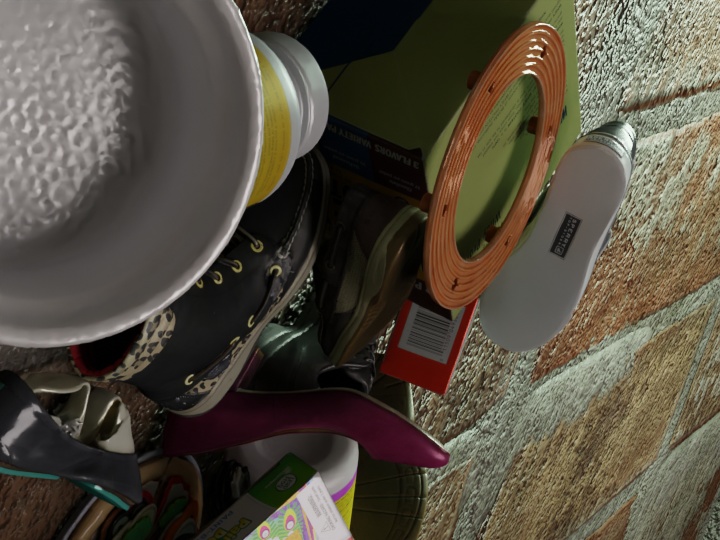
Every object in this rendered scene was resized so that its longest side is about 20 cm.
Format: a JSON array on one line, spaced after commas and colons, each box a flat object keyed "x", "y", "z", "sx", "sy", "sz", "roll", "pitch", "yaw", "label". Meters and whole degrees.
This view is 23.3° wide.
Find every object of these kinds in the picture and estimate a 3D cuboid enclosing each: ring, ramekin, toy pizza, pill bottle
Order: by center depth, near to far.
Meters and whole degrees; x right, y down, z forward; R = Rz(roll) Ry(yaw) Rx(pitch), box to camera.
[{"x": -0.153, "y": -0.074, "z": 0.813, "sx": 0.198, "sy": 0.098, "sz": 0.203, "roll": -5, "pitch": 104, "yaw": -22, "label": "ramekin"}, {"x": -0.104, "y": -0.079, "z": 0.996, "sx": 0.199, "sy": 0.111, "sz": 0.113, "roll": -28, "pitch": 138, "yaw": -53, "label": "pill bottle"}, {"x": 0.087, "y": -0.071, "z": 1.172, "sx": 0.201, "sy": 0.019, "sz": 0.202, "roll": -50, "pitch": 152, "yaw": -38, "label": "ring"}, {"x": -0.170, "y": 0.223, "z": 1.259, "sx": 0.200, "sy": 0.031, "sz": 0.202, "roll": -46, "pitch": 150, "yaw": -36, "label": "toy pizza"}, {"x": -0.060, "y": 0.207, "z": 1.382, "sx": 0.104, "sy": 0.104, "sz": 0.202, "roll": -39, "pitch": 147, "yaw": -44, "label": "pill bottle"}]

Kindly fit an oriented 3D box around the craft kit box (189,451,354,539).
[{"x": -0.073, "y": 0.264, "z": 1.207, "sx": 0.197, "sy": 0.048, "sz": 0.201, "roll": -39, "pitch": 124, "yaw": -18, "label": "craft kit box"}]

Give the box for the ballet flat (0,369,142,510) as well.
[{"x": -0.178, "y": 0.102, "z": 1.078, "sx": 0.074, "sy": 0.073, "sz": 0.200, "roll": -62, "pitch": 154, "yaw": -4, "label": "ballet flat"}]

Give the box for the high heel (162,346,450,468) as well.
[{"x": -0.039, "y": 0.123, "z": 1.227, "sx": 0.097, "sy": 0.198, "sz": 0.067, "roll": -66, "pitch": 162, "yaw": -9, "label": "high heel"}]

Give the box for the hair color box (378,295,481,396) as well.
[{"x": 0.068, "y": 0.022, "z": 1.442, "sx": 0.200, "sy": 0.061, "sz": 0.103, "roll": -53, "pitch": 162, "yaw": -75, "label": "hair color box"}]

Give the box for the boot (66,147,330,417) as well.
[{"x": -0.100, "y": -0.004, "z": 1.121, "sx": 0.205, "sy": 0.073, "sz": 0.154, "roll": -61, "pitch": 158, "yaw": 1, "label": "boot"}]

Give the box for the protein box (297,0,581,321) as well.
[{"x": 0.052, "y": -0.115, "z": 1.257, "sx": 0.199, "sy": 0.134, "sz": 0.201, "roll": -54, "pitch": 154, "yaw": -23, "label": "protein box"}]

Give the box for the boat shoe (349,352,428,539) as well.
[{"x": 0.017, "y": 0.168, "z": 1.464, "sx": 0.066, "sy": 0.071, "sz": 0.203, "roll": 95, "pitch": -7, "yaw": -55, "label": "boat shoe"}]

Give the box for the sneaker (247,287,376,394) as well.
[{"x": -0.019, "y": 0.064, "z": 1.346, "sx": 0.200, "sy": 0.090, "sz": 0.077, "roll": -40, "pitch": 146, "yaw": -46, "label": "sneaker"}]

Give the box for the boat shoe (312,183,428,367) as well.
[{"x": 0.000, "y": 0.000, "z": 1.214, "sx": 0.073, "sy": 0.065, "sz": 0.200, "roll": -42, "pitch": 168, "yaw": -30, "label": "boat shoe"}]

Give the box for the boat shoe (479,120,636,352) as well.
[{"x": 0.152, "y": -0.026, "z": 1.314, "sx": 0.068, "sy": 0.071, "sz": 0.201, "roll": -46, "pitch": 162, "yaw": -54, "label": "boat shoe"}]

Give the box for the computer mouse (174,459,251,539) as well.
[{"x": -0.133, "y": 0.238, "z": 1.233, "sx": 0.200, "sy": 0.052, "sz": 0.140, "roll": -38, "pitch": 144, "yaw": -35, "label": "computer mouse"}]
